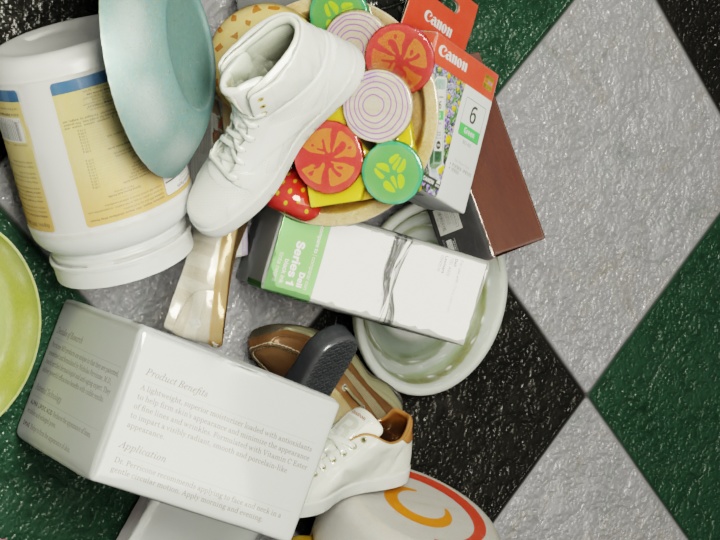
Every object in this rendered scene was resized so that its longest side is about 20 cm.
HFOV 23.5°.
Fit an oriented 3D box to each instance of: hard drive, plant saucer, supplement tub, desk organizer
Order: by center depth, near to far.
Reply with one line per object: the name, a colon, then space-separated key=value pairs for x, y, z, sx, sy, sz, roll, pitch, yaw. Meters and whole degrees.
plant saucer: x=-0.152 y=-0.176 z=1.388 sx=0.201 sy=0.038 sz=0.203 roll=-7 pitch=90 yaw=-76
plant saucer: x=-0.362 y=0.049 z=1.443 sx=0.199 sy=0.031 sz=0.202 roll=-8 pitch=103 yaw=-37
supplement tub: x=-0.221 y=-0.101 z=1.449 sx=0.144 sy=0.144 sz=0.202 roll=-25 pitch=114 yaw=-31
hard drive: x=-0.137 y=0.204 z=1.652 sx=0.132 sy=0.026 sz=0.201 roll=37 pitch=75 yaw=-36
desk organizer: x=0.102 y=-0.106 z=1.701 sx=0.077 sy=0.072 sz=0.202 roll=-17 pitch=86 yaw=-38
plant saucer: x=0.061 y=0.023 z=1.752 sx=0.199 sy=0.050 sz=0.202 roll=-8 pitch=104 yaw=-36

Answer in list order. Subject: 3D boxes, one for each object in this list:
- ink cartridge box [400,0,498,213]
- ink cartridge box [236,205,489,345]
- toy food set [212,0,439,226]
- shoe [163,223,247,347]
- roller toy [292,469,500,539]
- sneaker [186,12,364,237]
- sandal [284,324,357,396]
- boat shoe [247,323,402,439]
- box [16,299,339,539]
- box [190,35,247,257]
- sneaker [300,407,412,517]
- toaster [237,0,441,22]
ink cartridge box: x=0.072 y=-0.164 z=1.561 sx=0.109 sy=0.050 sz=0.202 roll=25 pitch=77 yaw=-51
ink cartridge box: x=0.000 y=0.000 z=1.597 sx=0.198 sy=0.146 sz=0.085 roll=17 pitch=89 yaw=-14
toy food set: x=-0.027 y=-0.138 z=1.466 sx=0.049 sy=0.196 sz=0.202 roll=-25 pitch=106 yaw=-75
shoe: x=-0.130 y=-0.033 z=1.521 sx=0.053 sy=0.070 sz=0.202 roll=8 pitch=70 yaw=3
roller toy: x=0.033 y=0.289 z=1.690 sx=0.199 sy=0.182 sz=0.141 roll=-9 pitch=125 yaw=-60
sneaker: x=-0.095 y=-0.121 z=1.393 sx=0.200 sy=0.074 sz=0.115 roll=-51 pitch=149 yaw=10
sandal: x=-0.069 y=0.125 z=1.608 sx=0.076 sy=0.043 sz=0.201 roll=2 pitch=128 yaw=-55
boat shoe: x=-0.030 y=0.120 z=1.672 sx=0.200 sy=0.075 sz=0.074 roll=36 pitch=49 yaw=-36
box: x=-0.160 y=0.127 z=1.492 sx=0.198 sy=0.199 sz=0.132 roll=23 pitch=85 yaw=-29
box: x=-0.130 y=-0.113 z=1.584 sx=0.038 sy=0.041 sz=0.202 roll=-9 pitch=104 yaw=-36
sneaker: x=-0.031 y=0.170 z=1.614 sx=0.199 sy=0.073 sz=0.085 roll=-12 pitch=121 yaw=-43
toaster: x=-0.009 y=-0.196 z=1.589 sx=0.180 sy=0.118 sz=0.202 roll=-20 pitch=112 yaw=-47
